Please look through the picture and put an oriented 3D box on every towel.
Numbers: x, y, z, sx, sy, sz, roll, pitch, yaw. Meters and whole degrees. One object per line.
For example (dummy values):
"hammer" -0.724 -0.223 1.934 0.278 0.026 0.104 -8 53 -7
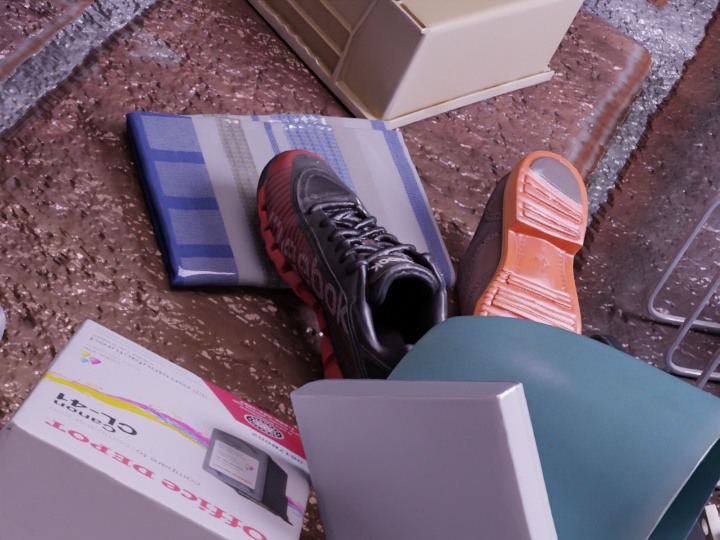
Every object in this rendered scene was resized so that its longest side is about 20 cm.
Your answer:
"towel" -0.044 -0.043 1.245 0.200 0.024 0.147 0 50 -28

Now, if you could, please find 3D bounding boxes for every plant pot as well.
"plant pot" 0.083 0.117 1.030 0.161 0.201 0.201 32 39 17

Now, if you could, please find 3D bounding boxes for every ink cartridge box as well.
"ink cartridge box" -0.105 0.111 0.940 0.148 0.086 0.200 29 10 -4

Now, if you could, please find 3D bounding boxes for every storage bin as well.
"storage bin" 0.031 -0.217 1.417 0.200 0.094 0.199 -21 60 -43

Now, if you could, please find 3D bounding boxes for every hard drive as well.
"hard drive" 0.042 0.150 0.932 0.027 0.132 0.200 -26 107 -45

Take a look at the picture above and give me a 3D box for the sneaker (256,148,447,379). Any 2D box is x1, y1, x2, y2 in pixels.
"sneaker" 0.000 0.000 1.149 0.071 0.098 0.201 -8 60 -30

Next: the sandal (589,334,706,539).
"sandal" 0.176 0.130 1.160 0.048 0.075 0.201 -3 59 -27

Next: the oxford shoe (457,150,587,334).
"oxford shoe" 0.095 0.023 1.232 0.071 0.073 0.200 28 57 -18

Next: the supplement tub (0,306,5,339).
"supplement tub" -0.285 0.031 0.946 0.200 0.123 0.123 25 40 -6

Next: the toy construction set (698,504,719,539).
"toy construction set" 0.296 0.176 1.132 0.200 0.131 0.092 -10 1 5

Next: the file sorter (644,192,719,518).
"file sorter" 0.278 0.064 1.237 0.124 0.139 0.200 9 44 -20
